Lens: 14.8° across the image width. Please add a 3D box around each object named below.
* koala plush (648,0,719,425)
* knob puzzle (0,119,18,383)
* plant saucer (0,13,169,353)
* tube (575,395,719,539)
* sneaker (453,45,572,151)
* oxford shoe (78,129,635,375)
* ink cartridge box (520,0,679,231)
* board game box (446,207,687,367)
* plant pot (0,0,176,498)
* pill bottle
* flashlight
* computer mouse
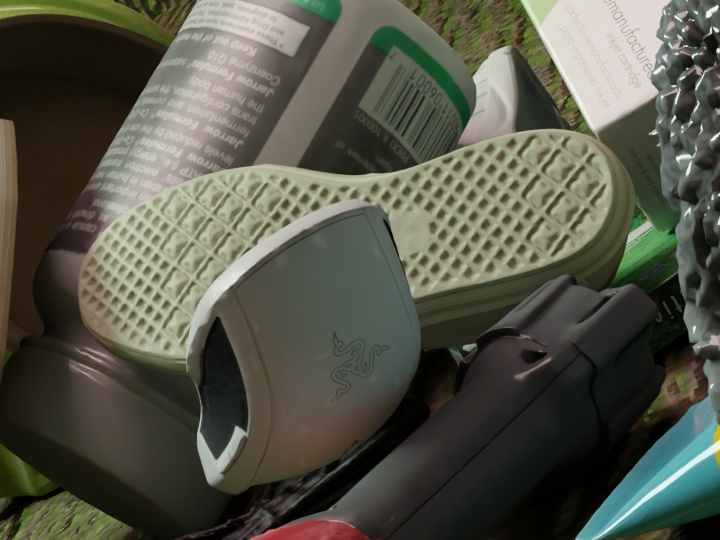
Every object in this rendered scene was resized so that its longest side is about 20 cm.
[{"bbox_3d":[0.138,-0.032,0.559,0.177,0.184,0.200,-29,13,15],"label":"koala plush"},{"bbox_3d":[-0.151,0.042,0.993,0.030,0.221,0.220,9,5,-11],"label":"knob puzzle"},{"bbox_3d":[-0.107,-0.023,1.184,0.200,0.200,0.029,-45,-3,-47],"label":"plant saucer"},{"bbox_3d":[0.143,0.021,0.697,0.199,0.051,0.077,-28,3,40],"label":"tube"},{"bbox_3d":[0.044,-0.031,1.101,0.080,0.071,0.200,-32,12,18],"label":"sneaker"},{"bbox_3d":[0.000,0.000,0.920,0.199,0.076,0.058,-10,-22,20],"label":"oxford shoe"},{"bbox_3d":[0.154,-0.117,0.933,0.199,0.067,0.118,-31,49,7],"label":"ink cartridge box"},{"bbox_3d":[0.126,-0.018,0.943,0.199,0.024,0.105,-34,14,-8],"label":"board game box"},{"bbox_3d":[-0.158,0.001,1.268,0.200,0.201,0.185,-27,24,24],"label":"plant pot"},{"bbox_3d":[-0.050,-0.008,1.018,0.201,0.113,0.113,-60,19,-15],"label":"pill bottle"},{"bbox_3d":[0.011,0.074,0.785,0.067,0.068,0.200,11,34,34],"label":"flashlight"},{"bbox_3d":[-0.016,0.047,0.843,0.109,0.044,0.200,-30,-21,-15],"label":"computer mouse"}]
